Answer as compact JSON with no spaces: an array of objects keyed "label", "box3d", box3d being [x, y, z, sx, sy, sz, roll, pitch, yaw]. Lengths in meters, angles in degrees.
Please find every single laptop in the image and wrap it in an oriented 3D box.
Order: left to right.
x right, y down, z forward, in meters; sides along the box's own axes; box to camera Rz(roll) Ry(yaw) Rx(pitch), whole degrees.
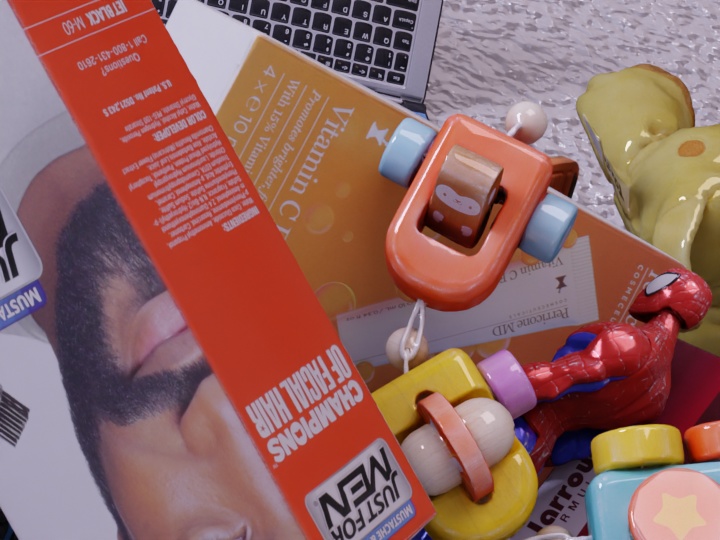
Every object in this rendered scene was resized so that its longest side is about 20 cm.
[{"label":"laptop","box3d":[-0.031,-0.128,1.090,0.187,0.201,0.116,11,-1,-20]}]

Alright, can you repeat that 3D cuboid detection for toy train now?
[{"label":"toy train","box3d":[0.075,0.032,0.721,0.200,0.150,0.056,32,-12,10]}]

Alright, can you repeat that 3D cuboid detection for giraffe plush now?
[{"label":"giraffe plush","box3d":[0.197,-0.045,0.986,0.200,0.162,0.173,54,15,-65]}]

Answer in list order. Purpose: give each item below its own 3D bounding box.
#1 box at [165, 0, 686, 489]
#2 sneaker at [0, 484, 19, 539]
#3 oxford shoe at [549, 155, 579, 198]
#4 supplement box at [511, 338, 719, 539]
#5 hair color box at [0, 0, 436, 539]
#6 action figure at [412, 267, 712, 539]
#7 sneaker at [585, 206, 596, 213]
[{"label":"box","box3d":[0.000,0.000,0.831,0.200,0.125,0.097,26,4,-25]},{"label":"sneaker","box3d":[-0.117,0.078,0.769,0.087,0.075,0.200,33,23,28]},{"label":"oxford shoe","box3d":[0.027,-0.029,1.016,0.073,0.071,0.200,36,33,30]},{"label":"supplement box","box3d":[0.160,0.110,0.770,0.200,0.061,0.109,25,69,38]},{"label":"hair color box","box3d":[-0.076,0.017,0.673,0.200,0.111,0.064,60,37,-4]},{"label":"action figure","box3d":[0.046,0.066,0.775,0.200,0.065,0.052,-37,55,-6]},{"label":"sneaker","box3d":[0.069,0.023,0.962,0.200,0.077,0.082,-16,55,-46]}]
